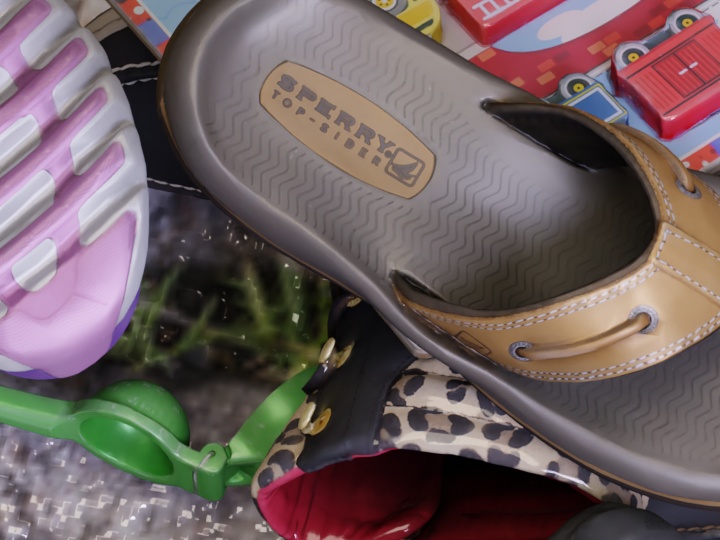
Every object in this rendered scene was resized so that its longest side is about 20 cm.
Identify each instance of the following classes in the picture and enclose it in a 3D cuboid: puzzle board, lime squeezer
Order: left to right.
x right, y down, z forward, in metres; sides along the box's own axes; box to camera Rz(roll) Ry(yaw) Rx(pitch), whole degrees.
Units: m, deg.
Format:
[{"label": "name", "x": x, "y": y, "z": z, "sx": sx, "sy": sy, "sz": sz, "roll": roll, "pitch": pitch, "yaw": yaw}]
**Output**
[{"label": "lime squeezer", "x": -0.047, "y": 0.028, "z": 0.823, "sx": 0.199, "sy": 0.038, "sz": 0.071, "roll": -10, "pitch": 80, "yaw": -5}, {"label": "puzzle board", "x": 0.051, "y": -0.080, "z": 0.777, "sx": 0.199, "sy": 0.017, "sz": 0.151, "roll": -31, "pitch": 60, "yaw": -18}]

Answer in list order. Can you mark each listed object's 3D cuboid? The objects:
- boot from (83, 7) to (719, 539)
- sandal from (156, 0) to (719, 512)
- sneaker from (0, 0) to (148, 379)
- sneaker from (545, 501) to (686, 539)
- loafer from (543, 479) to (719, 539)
[{"label": "boot", "x": 0.000, "y": 0.000, "z": 0.783, "sx": 0.199, "sy": 0.073, "sz": 0.151, "roll": 6, "pitch": 54, "yaw": 14}, {"label": "sandal", "x": 0.046, "y": -0.011, "z": 0.692, "sx": 0.199, "sy": 0.055, "sz": 0.082, "roll": 32, "pitch": 73, "yaw": -2}, {"label": "sneaker", "x": -0.119, "y": -0.051, "z": 0.821, "sx": 0.080, "sy": 0.089, "sz": 0.201, "roll": -32, "pitch": 69, "yaw": -10}, {"label": "sneaker", "x": -0.012, "y": 0.106, "z": 0.741, "sx": 0.200, "sy": 0.075, "sz": 0.116, "roll": -52, "pitch": 55, "yaw": 20}, {"label": "loafer", "x": 0.139, "y": 0.071, "z": 0.771, "sx": 0.199, "sy": 0.073, "sz": 0.073, "roll": -8, "pitch": 73, "yaw": 10}]
